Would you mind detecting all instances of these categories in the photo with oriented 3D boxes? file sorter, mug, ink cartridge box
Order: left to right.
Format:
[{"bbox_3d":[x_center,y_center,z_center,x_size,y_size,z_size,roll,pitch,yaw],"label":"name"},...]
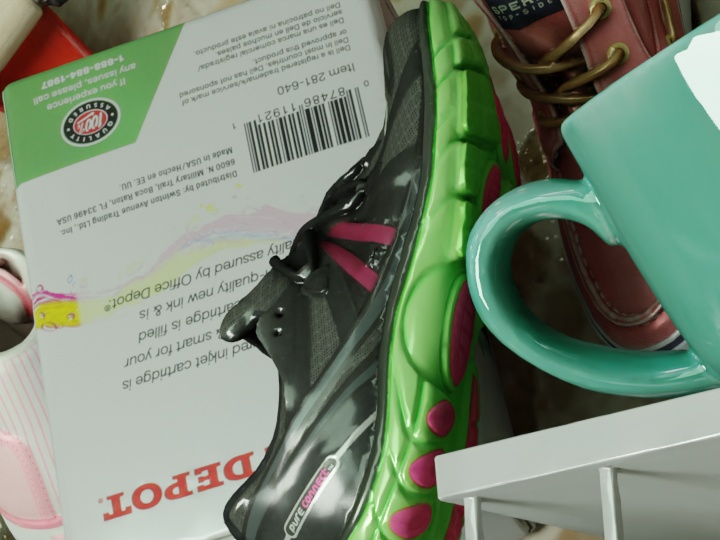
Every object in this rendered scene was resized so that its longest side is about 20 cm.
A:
[{"bbox_3d":[-0.035,0.012,0.819,0.145,0.084,0.200,-18,61,10],"label":"ink cartridge box"},{"bbox_3d":[0.140,-0.024,0.666,0.185,0.152,0.115,-33,87,45],"label":"mug"},{"bbox_3d":[0.144,0.101,0.630,0.200,0.139,0.125,-17,68,37],"label":"file sorter"}]

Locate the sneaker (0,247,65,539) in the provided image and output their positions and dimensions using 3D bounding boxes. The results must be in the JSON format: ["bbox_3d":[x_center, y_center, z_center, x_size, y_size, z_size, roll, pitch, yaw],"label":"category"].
[{"bbox_3d":[-0.151,0.025,0.913,0.075,0.105,0.200,-30,31,-15],"label":"sneaker"}]

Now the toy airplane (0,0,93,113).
[{"bbox_3d":[-0.207,-0.130,1.014,0.199,0.141,0.200,-11,79,4],"label":"toy airplane"}]

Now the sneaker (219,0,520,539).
[{"bbox_3d":[0.000,0.000,0.723,0.084,0.077,0.200,3,63,18],"label":"sneaker"}]

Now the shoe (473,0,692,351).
[{"bbox_3d":[0.072,-0.068,0.778,0.071,0.091,0.201,-21,63,35],"label":"shoe"}]
